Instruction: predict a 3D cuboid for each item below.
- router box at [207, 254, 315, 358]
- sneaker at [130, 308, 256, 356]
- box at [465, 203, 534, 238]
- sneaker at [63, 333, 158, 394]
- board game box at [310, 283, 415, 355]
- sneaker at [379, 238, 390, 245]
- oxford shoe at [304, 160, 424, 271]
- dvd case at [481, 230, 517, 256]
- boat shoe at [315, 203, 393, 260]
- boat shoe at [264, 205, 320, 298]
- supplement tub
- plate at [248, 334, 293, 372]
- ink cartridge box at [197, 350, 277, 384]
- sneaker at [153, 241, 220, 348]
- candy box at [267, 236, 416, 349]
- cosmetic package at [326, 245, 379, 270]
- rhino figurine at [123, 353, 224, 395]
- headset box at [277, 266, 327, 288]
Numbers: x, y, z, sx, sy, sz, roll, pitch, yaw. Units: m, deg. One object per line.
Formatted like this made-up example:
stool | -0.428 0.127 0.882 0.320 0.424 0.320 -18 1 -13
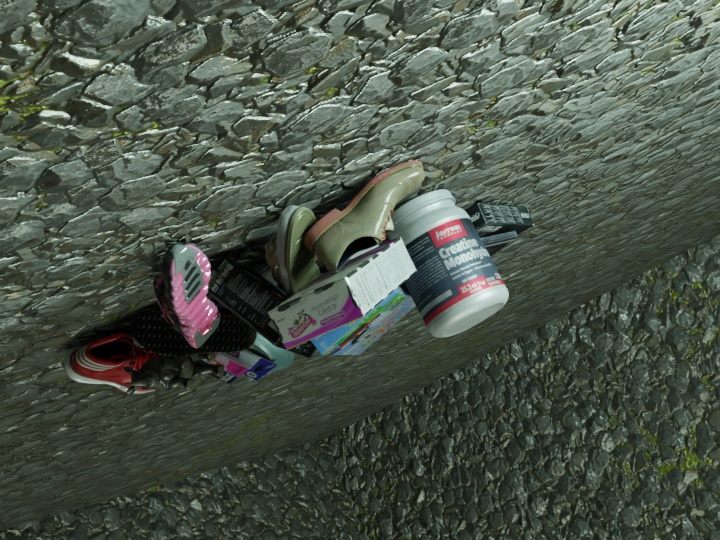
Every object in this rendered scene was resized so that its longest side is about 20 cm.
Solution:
router box | -0.140 0.057 1.508 0.062 0.149 0.200 -54 165 -1
sneaker | -0.261 0.094 1.580 0.197 0.071 0.090 2 -174 -2
box | 0.193 -0.058 1.824 0.192 0.048 0.199 -28 166 31
sneaker | -0.361 0.150 1.597 0.198 0.079 0.115 4 162 -40
board game box | 0.015 0.076 1.591 0.151 0.037 0.200 -41 167 10
sneaker | 0.105 0.005 1.739 0.199 0.076 0.087 37 151 -22
oxford shoe | 0.020 -0.072 1.377 0.199 0.075 0.071 -39 156 -6
dvd case | 0.178 -0.016 1.832 0.147 0.016 0.200 -12 164 -31
boat shoe | -0.039 -0.041 1.486 0.199 0.066 0.072 -29 165 24
boat shoe | -0.103 -0.024 1.422 0.075 0.068 0.201 -49 156 -31
supplement tub | 0.131 -0.010 1.566 0.139 0.202 0.140 -25 166 -7
plate | -0.212 0.131 1.703 0.198 0.026 0.201 13 149 8
ink cartridge box | -0.247 0.144 1.685 0.198 0.037 0.095 26 147 -19
sneaker | -0.257 0.026 1.386 0.079 0.095 0.201 -46 155 -30
candy box | -0.021 0.029 1.382 0.135 0.061 0.200 -25 -175 30
cosmetic package | 0.000 0.000 1.621 0.081 0.051 0.200 -1 159 10
rhino figurine | -0.303 0.160 1.562 0.087 0.061 0.200 3 -172 26
headset box | -0.103 0.068 1.774 0.198 0.076 0.149 -23 165 1
